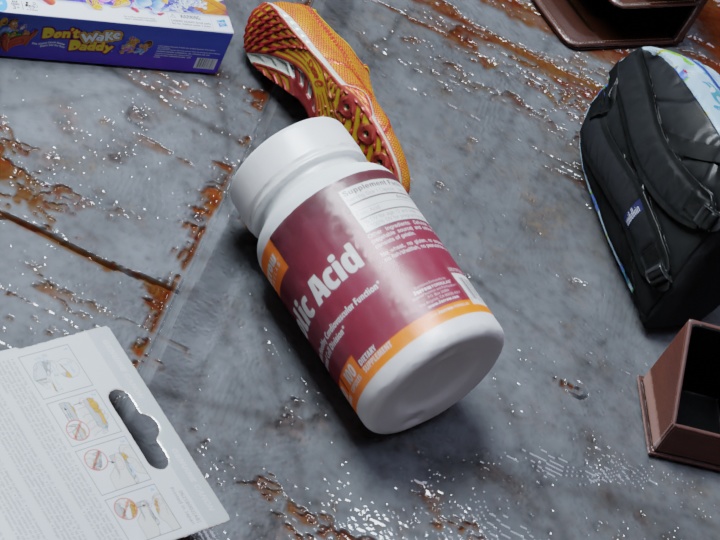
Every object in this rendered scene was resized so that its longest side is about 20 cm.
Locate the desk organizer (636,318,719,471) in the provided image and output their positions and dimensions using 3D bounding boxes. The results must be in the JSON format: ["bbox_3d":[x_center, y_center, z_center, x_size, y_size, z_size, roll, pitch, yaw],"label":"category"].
[{"bbox_3d":[0.311,0.105,1.431,0.198,0.077,0.072,14,46,-17],"label":"desk organizer"}]

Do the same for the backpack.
[{"bbox_3d":[0.249,-0.080,1.521,0.153,0.164,0.201,-2,45,-40],"label":"backpack"}]

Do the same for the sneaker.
[{"bbox_3d":[-0.011,-0.131,1.474,0.077,0.073,0.201,-6,57,-45],"label":"sneaker"}]

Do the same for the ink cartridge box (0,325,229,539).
[{"bbox_3d":[-0.201,0.126,1.164,0.199,0.057,0.163,-11,57,-45],"label":"ink cartridge box"}]

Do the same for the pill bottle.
[{"bbox_3d":[0.000,0.000,1.330,0.113,0.115,0.201,-16,60,-37],"label":"pill bottle"}]

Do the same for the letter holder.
[{"bbox_3d":[0.206,-0.303,1.724,0.141,0.101,0.201,-7,56,-31],"label":"letter holder"}]

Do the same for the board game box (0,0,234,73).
[{"bbox_3d":[-0.206,-0.219,1.462,0.198,0.045,0.135,2,51,-27],"label":"board game box"}]
